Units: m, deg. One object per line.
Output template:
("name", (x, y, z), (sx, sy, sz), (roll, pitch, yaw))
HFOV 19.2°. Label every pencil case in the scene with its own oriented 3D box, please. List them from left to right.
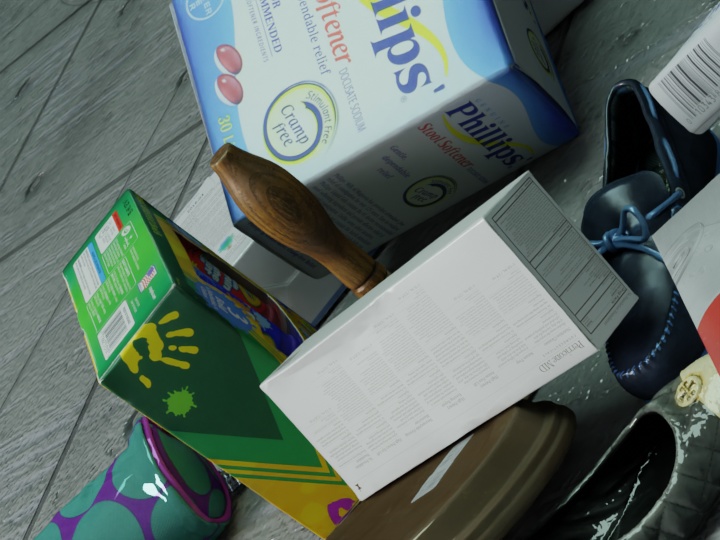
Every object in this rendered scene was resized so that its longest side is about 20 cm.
("pencil case", (-0.167, 0.181, 1.323), (0.200, 0.085, 0.093), (-44, 39, 17))

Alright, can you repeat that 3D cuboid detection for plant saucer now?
("plant saucer", (0.022, 0.128, 1.025), (0.200, 0.030, 0.200), (-42, 4, 4))

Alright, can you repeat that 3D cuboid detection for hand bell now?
("hand bell", (0.000, 0.000, 1.120), (0.104, 0.200, 0.104), (-40, 24, 22))

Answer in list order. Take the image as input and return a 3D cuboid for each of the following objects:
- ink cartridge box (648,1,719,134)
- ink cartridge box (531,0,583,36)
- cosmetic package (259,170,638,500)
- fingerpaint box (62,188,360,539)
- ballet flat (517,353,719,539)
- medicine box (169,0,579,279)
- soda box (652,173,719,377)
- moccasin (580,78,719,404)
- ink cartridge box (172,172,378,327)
("ink cartridge box", (0.239, -0.175, 1.004), (0.200, 0.043, 0.196), (-49, -1, -26))
("ink cartridge box", (0.150, -0.264, 1.396), (0.200, 0.083, 0.146), (-40, 24, 25))
("cosmetic package", (0.039, 0.036, 1.041), (0.200, 0.083, 0.051), (-37, 4, 46))
("fingerpaint box", (-0.080, 0.049, 1.245), (0.073, 0.167, 0.200), (-50, 21, 5))
("ballet flat", (0.102, 0.111, 0.936), (0.200, 0.057, 0.067), (-49, 23, 6))
("medicine box", (0.006, -0.128, 1.297), (0.199, 0.103, 0.183), (-29, 59, 19))
("soda box", (0.184, 0.032, 0.864), (0.063, 0.068, 0.200), (-44, 28, 18))
("moccasin", (0.135, -0.017, 1.056), (0.080, 0.068, 0.201), (-38, 27, 29))
("ink cartridge box", (-0.054, -0.043, 1.462), (0.137, 0.076, 0.200), (-50, 23, 2))
